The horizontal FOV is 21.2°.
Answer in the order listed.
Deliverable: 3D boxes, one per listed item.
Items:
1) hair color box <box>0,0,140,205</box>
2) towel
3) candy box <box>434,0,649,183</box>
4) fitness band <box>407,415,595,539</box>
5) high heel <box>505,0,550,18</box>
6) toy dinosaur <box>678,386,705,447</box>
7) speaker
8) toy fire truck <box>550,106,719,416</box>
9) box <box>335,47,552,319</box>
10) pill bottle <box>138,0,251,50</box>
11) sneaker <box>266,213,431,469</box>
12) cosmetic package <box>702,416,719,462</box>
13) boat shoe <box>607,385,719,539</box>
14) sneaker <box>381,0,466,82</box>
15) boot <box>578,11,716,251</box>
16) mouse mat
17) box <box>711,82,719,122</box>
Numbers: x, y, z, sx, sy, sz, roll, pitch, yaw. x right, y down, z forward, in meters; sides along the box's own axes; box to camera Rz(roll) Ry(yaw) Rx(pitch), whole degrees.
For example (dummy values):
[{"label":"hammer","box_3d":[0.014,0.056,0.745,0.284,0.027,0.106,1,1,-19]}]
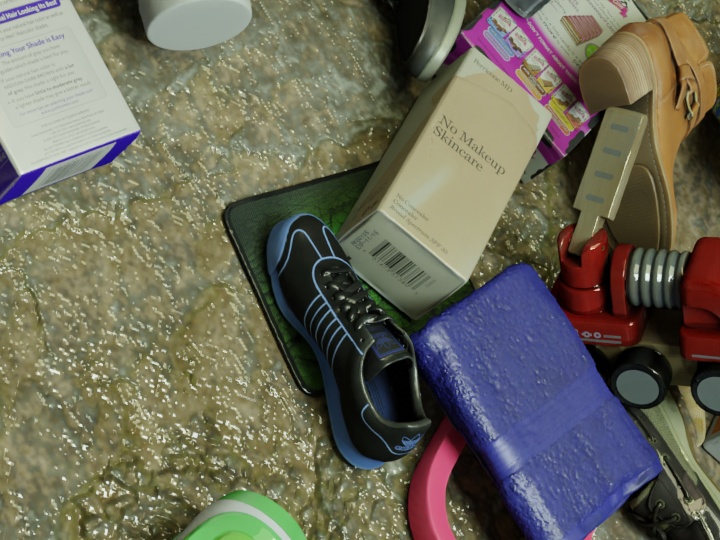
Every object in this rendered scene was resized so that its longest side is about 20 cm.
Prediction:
[{"label":"hair color box","box_3d":[-0.254,-0.156,1.352,0.109,0.065,0.201,-25,84,-39]},{"label":"towel","box_3d":[0.127,0.106,1.449,0.147,0.049,0.201,-31,88,-41]},{"label":"candy box","box_3d":[0.163,-0.186,1.651,0.137,0.061,0.200,50,51,-5]},{"label":"fitness band","box_3d":[0.114,0.165,1.464,0.143,0.037,0.200,40,50,-8]},{"label":"high heel","box_3d":[0.116,-0.306,1.538,0.200,0.142,0.072,37,39,-18]},{"label":"toy dinosaur","box_3d":[0.278,0.065,1.622,0.101,0.058,0.201,-4,61,-20]},{"label":"speaker","box_3d":[-0.116,0.233,1.239,0.088,0.088,0.200,47,50,-5]},{"label":"toy fire truck","box_3d":[0.229,-0.009,1.493,0.129,0.175,0.201,-59,146,-47]},{"label":"box","box_3d":[0.065,-0.070,1.509,0.095,0.078,0.200,37,51,-12]},{"label":"pill bottle","box_3d":[-0.142,-0.274,1.455,0.110,0.111,0.201,-1,69,-34]},{"label":"sneaker","box_3d":[-0.003,0.042,1.406,0.070,0.078,0.201,-14,77,-38]},{"label":"cosmetic package","box_3d":[0.377,0.085,1.637,0.071,0.101,0.200,41,50,-9]},{"label":"boat shoe","box_3d":[0.241,0.178,1.523,0.064,0.073,0.201,-11,62,-28]},{"label":"sneaker","box_3d":[0.025,-0.245,1.586,0.106,0.075,0.201,19,48,-21]},{"label":"boot","box_3d":[0.252,-0.113,1.628,0.155,0.076,0.201,-32,107,-49]},{"label":"mouse mat","box_3d":[0.000,0.000,1.484,0.199,0.008,0.162,-18,79,-40]},{"label":"box","box_3d":[0.431,-0.109,1.702,0.200,0.122,0.193,37,15,-14]}]
